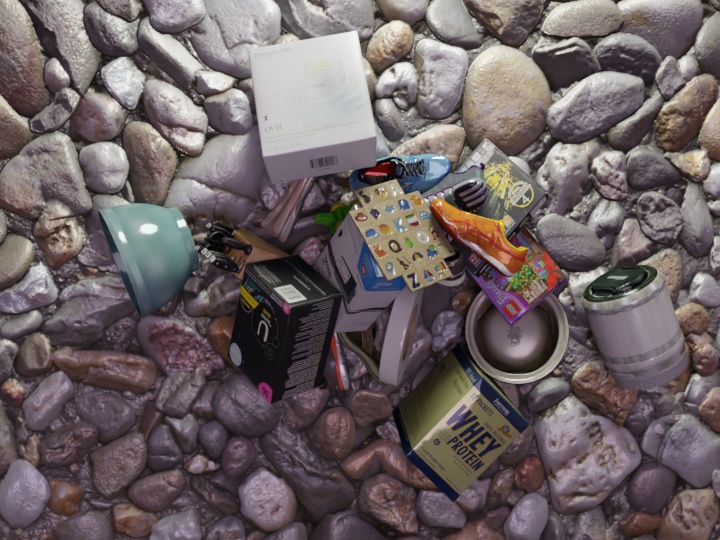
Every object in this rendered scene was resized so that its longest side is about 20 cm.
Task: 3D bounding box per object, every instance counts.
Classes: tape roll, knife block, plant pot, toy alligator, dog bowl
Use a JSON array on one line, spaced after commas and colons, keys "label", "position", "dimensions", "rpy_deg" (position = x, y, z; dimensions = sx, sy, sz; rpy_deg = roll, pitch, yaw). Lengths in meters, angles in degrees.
[{"label": "tape roll", "position": [0.077, 0.112, 1.331], "dimensions": [0.036, 0.203, 0.209], "rpy_deg": [14, 100, 11]}, {"label": "knife block", "position": [-0.199, -0.017, 1.300], "dimensions": [0.197, 0.176, 0.065], "rpy_deg": [32, 99, -10]}, {"label": "plant pot", "position": [-0.371, -0.035, 1.289], "dimensions": [0.132, 0.199, 0.206], "rpy_deg": [-23, 103, -21]}, {"label": "toy alligator", "position": [0.007, -0.099, 1.365], "dimensions": [0.194, 0.060, 0.055], "rpy_deg": [-10, 145, -11]}, {"label": "dog bowl", "position": [0.299, 0.119, 1.379], "dimensions": [0.194, 0.074, 0.207], "rpy_deg": [-2, 77, 10]}]

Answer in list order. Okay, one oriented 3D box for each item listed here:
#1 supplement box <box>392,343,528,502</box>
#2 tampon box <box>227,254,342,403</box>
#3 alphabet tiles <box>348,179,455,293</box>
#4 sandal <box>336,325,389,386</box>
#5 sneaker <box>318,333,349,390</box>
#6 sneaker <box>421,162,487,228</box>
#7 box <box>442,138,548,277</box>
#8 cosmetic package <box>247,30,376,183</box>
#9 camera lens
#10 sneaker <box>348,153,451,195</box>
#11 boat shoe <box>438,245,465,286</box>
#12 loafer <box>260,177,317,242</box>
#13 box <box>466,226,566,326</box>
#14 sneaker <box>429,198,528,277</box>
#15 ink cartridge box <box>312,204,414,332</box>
[{"label": "supplement box", "position": [0.184, 0.284, 1.372], "dimensions": [0.134, 0.200, 0.200], "rpy_deg": [43, 95, -12]}, {"label": "tampon box", "position": [-0.140, 0.103, 1.297], "dimensions": [0.124, 0.149, 0.205], "rpy_deg": [-11, 126, -42]}, {"label": "alphabet tiles", "position": [0.073, -0.063, 1.224], "dimensions": [0.164, 0.006, 0.203], "rpy_deg": [-19, 73, -36]}, {"label": "sandal", "position": [0.013, 0.136, 1.393], "dimensions": [0.057, 0.080, 0.202], "rpy_deg": [-31, 112, 20]}, {"label": "sneaker", "position": [-0.076, 0.145, 1.394], "dimensions": [0.079, 0.077, 0.206], "rpy_deg": [-12, 101, 5]}, {"label": "sneaker", "position": [0.149, -0.130, 1.326], "dimensions": [0.196, 0.089, 0.075], "rpy_deg": [-20, 124, 29]}, {"label": "box", "position": [0.228, -0.117, 1.342], "dimensions": [0.201, 0.049, 0.161], "rpy_deg": [-47, 68, 6]}, {"label": "cosmetic package", "position": [-0.082, -0.284, 1.249], "dimensions": [0.193, 0.123, 0.206], "rpy_deg": [-10, 75, -2]}, {"label": "camera lens", "position": [0.528, 0.104, 1.382], "dimensions": [0.156, 0.160, 0.204], "rpy_deg": [-24, 102, 1]}, {"label": "sneaker", "position": [0.078, -0.175, 1.324], "dimensions": [0.194, 0.090, 0.081], "rpy_deg": [-11, 87, -6]}, {"label": "boat shoe", "position": [0.102, -0.034, 1.325], "dimensions": [0.196, 0.072, 0.062], "rpy_deg": [17, 140, 22]}, {"label": "loafer", "position": [-0.124, -0.154, 1.336], "dimensions": [0.062, 0.072, 0.204], "rpy_deg": [26, 101, -1]}, {"label": "box", "position": [0.275, -0.017, 1.354], "dimensions": [0.136, 0.039, 0.202], "rpy_deg": [-39, 70, 5]}, {"label": "sneaker", "position": [0.209, -0.071, 1.270], "dimensions": [0.198, 0.073, 0.078], "rpy_deg": [35, 93, -8]}, {"label": "ink cartridge box", "position": [0.000, 0.000, 1.282], "dimensions": [0.082, 0.201, 0.148], "rpy_deg": [-2, 59, -30]}]
